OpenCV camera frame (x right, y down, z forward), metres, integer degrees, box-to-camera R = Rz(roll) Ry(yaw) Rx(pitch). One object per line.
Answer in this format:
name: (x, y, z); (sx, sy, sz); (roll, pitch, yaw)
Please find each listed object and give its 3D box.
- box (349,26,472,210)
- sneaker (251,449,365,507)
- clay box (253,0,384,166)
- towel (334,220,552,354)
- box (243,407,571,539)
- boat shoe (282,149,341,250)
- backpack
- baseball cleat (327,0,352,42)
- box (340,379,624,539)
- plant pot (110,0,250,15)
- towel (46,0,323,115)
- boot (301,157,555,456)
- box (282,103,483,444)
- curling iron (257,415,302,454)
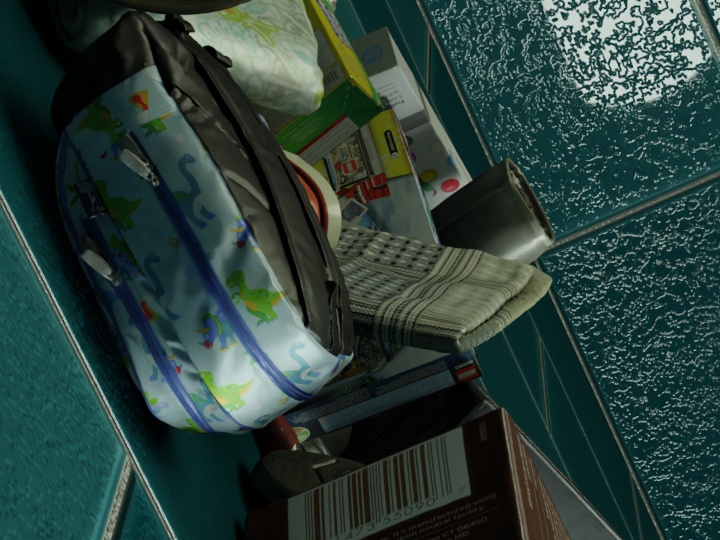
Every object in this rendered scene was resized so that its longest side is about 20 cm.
box: (-0.013, -0.061, 1.956); (0.200, 0.155, 0.041); (58, 14, -50)
sneaker: (0.013, 0.184, 1.695); (0.199, 0.115, 0.076); (25, 23, -10)
clay box: (-0.072, -0.144, 1.865); (0.048, 0.115, 0.201); (40, 18, -46)
towel: (0.000, 0.000, 1.709); (0.200, 0.191, 0.035); (-29, 128, -69)
box: (0.050, 0.218, 1.579); (0.164, 0.165, 0.201); (-96, 160, -64)
boat shoe: (-0.085, -0.055, 1.693); (0.200, 0.062, 0.072); (37, -55, 51)
backpack: (-0.082, -0.013, 1.528); (0.200, 0.154, 0.163); (47, 1, 16)
baseball cleat: (-0.055, -0.119, 1.968); (0.201, 0.106, 0.070); (87, -7, -53)
box: (0.072, 0.145, 1.860); (0.148, 0.107, 0.200); (46, 2, -14)
plant pot: (-0.096, -0.263, 1.663); (0.174, 0.199, 0.201); (-79, 145, -70)
towel: (-0.114, -0.189, 1.742); (0.170, 0.048, 0.201); (12, 45, -32)
boot: (0.036, 0.026, 1.874); (0.182, 0.199, 0.073); (-103, 166, -51)
box: (-0.015, 0.002, 1.838); (0.038, 0.136, 0.201); (61, 10, -54)
curling iron: (-0.045, 0.104, 1.745); (0.050, 0.025, 0.201); (-21, -92, 62)
